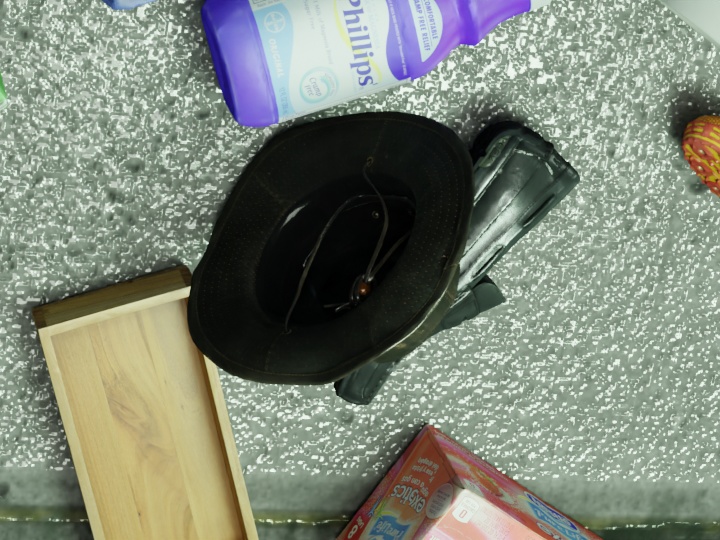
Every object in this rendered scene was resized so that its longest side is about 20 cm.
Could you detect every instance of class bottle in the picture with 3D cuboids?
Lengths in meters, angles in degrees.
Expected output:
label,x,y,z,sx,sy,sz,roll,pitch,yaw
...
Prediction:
label,x,y,z,sx,sy,sz,roll,pitch,yaw
bottle,0.011,-0.147,1.608,0.199,0.065,0.084,-17,117,-8

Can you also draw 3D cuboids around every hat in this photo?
label,x,y,z,sx,sy,sz,roll,pitch,yaw
hat,0.000,0.000,1.611,0.201,0.201,0.081,-44,133,6

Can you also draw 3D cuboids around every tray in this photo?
label,x,y,z,sx,sy,sz,roll,pitch,yaw
tray,-0.128,0.104,1.694,0.098,0.037,0.201,-16,115,-8

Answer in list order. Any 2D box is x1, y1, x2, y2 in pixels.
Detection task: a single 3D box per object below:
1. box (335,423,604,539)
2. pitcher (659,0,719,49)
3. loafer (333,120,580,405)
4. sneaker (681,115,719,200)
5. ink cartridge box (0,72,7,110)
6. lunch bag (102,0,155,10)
label,x,y,z,sx,sy,sz,roll,pitch,yaw
box,0.096,0.202,1.762,0.200,0.095,0.103,33,101,-24
pitcher,0.277,-0.202,1.604,0.200,0.172,0.121,-52,149,7
loafer,0.057,0.004,1.680,0.070,0.068,0.201,35,97,-10
sneaker,0.283,-0.058,1.730,0.199,0.073,0.077,23,83,-27
ink cartridge box,-0.264,-0.157,1.456,0.084,0.200,0.146,-32,117,3
lunch bag,-0.081,-0.255,1.512,0.199,0.127,0.171,-21,115,-20
